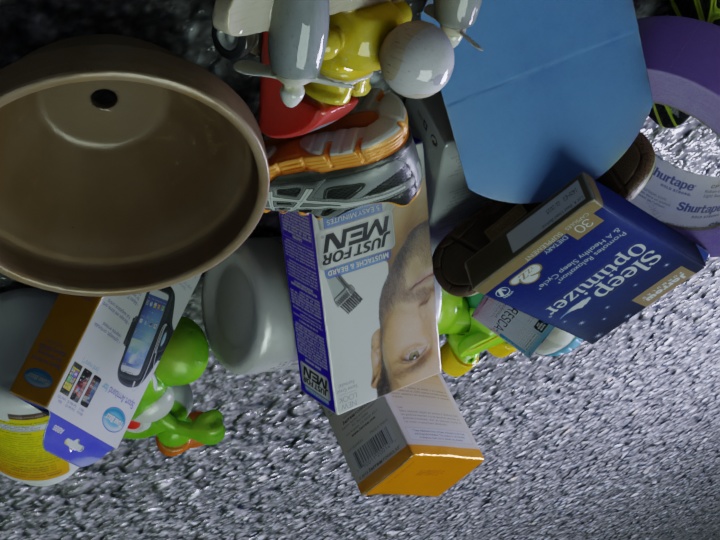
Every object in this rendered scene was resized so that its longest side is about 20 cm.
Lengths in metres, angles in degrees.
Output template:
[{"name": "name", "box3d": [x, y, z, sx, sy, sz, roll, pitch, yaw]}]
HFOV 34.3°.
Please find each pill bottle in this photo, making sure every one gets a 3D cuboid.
[{"name": "pill bottle", "box3d": [-0.031, 0.026, 1.035, 0.198, 0.115, 0.115, -3, 147, -36]}, {"name": "pill bottle", "box3d": [-0.275, 0.109, 0.989, 0.108, 0.110, 0.201, -14, 151, -19]}]

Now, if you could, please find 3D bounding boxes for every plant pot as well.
[{"name": "plant pot", "box3d": [-0.160, -0.080, 0.738, 0.198, 0.094, 0.202, -7, 141, -6]}]

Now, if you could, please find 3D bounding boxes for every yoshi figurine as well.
[{"name": "yoshi figurine", "box3d": [-0.168, 0.099, 1.050, 0.111, 0.113, 0.200, 12, 162, 5]}]

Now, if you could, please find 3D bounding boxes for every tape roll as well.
[{"name": "tape roll", "box3d": [0.258, -0.104, 0.944, 0.066, 0.199, 0.201, -52, 165, -27]}]

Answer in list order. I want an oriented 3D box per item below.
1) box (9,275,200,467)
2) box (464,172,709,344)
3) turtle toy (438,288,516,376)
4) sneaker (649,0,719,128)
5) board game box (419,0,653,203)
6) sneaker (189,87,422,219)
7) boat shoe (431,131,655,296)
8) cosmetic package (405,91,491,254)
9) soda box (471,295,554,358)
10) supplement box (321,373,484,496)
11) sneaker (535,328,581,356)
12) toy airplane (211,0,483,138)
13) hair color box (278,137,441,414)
[{"name": "box", "box3d": [-0.190, 0.045, 0.887, 0.202, 0.041, 0.119, -64, 157, -15]}, {"name": "box", "box3d": [0.190, 0.000, 0.929, 0.199, 0.033, 0.121, 21, 130, -43]}, {"name": "turtle toy", "box3d": [0.121, 0.030, 1.167, 0.199, 0.102, 0.146, -16, 161, -43]}, {"name": "sneaker", "box3d": [0.283, -0.188, 0.957, 0.076, 0.076, 0.200, -32, 165, -21]}, {"name": "board game box", "box3d": [0.126, -0.153, 0.854, 0.156, 0.039, 0.202, -23, 114, -8]}, {"name": "sneaker", "box3d": [-0.047, -0.068, 0.817, 0.198, 0.079, 0.077, -1, 143, 31]}, {"name": "boat shoe", "box3d": [0.150, -0.050, 0.952, 0.201, 0.075, 0.075, -30, 169, 20]}, {"name": "cosmetic package", "box3d": [0.089, -0.087, 0.976, 0.100, 0.072, 0.201, -19, 153, -14]}, {"name": "soda box", "box3d": [0.180, -0.017, 1.070, 0.200, 0.068, 0.064, -51, 173, -38]}, {"name": "supplement box", "box3d": [0.022, 0.117, 1.146, 0.073, 0.201, 0.125, -41, 147, 26]}, {"name": "sneaker", "box3d": [0.231, 0.019, 1.302, 0.086, 0.075, 0.201, 5, 134, -32]}, {"name": "toy airplane", "box3d": [0.009, -0.167, 0.686, 0.200, 0.141, 0.199, -42, 166, -5]}, {"name": "hair color box", "box3d": [0.000, 0.000, 0.936, 0.108, 0.065, 0.203, -19, 116, -28]}]
